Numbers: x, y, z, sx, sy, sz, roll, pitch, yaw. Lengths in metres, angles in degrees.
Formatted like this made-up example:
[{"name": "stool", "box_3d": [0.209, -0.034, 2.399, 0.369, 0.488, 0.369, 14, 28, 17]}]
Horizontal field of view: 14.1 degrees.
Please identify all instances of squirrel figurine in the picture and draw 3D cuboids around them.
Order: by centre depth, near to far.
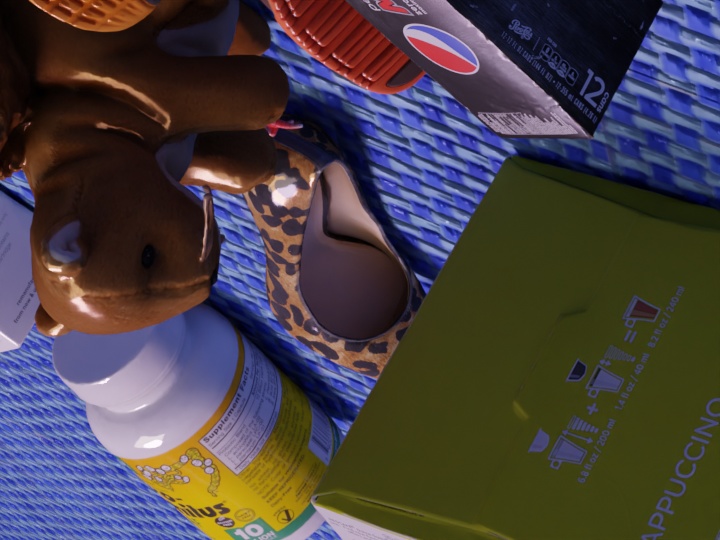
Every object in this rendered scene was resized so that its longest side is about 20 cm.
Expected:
[{"name": "squirrel figurine", "box_3d": [-0.132, -0.068, 1.285, 0.199, 0.187, 0.142, 12, 162, -9]}]

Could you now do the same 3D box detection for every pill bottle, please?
[{"name": "pill bottle", "box_3d": [-0.104, 0.090, 1.846, 0.113, 0.113, 0.200, 12, 155, 44]}]

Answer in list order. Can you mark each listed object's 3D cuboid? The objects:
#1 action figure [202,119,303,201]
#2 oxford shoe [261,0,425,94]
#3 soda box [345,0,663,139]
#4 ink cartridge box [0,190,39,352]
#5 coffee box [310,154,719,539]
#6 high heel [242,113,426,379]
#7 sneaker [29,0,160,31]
[{"name": "action figure", "box_3d": [-0.099, -0.063, 1.455, 0.099, 0.065, 0.200, 16, -175, -17]}, {"name": "oxford shoe", "box_3d": [-0.035, -0.152, 1.195, 0.200, 0.071, 0.073, 49, 174, -34]}, {"name": "soda box", "box_3d": [0.023, -0.135, 1.116, 0.200, 0.071, 0.063, 40, 158, -30]}, {"name": "ink cartridge box", "box_3d": [-0.303, -0.031, 1.875, 0.200, 0.084, 0.145, 36, 161, -18]}, {"name": "coffee box", "box_3d": [0.136, 0.096, 1.351, 0.200, 0.200, 0.198, 17, 158, 35]}, {"name": "high heel", "box_3d": [0.000, 0.000, 1.504, 0.200, 0.071, 0.142, 46, 164, -18]}, {"name": "sneaker", "box_3d": [-0.149, -0.189, 1.214, 0.200, 0.076, 0.092, 52, -172, -11]}]
